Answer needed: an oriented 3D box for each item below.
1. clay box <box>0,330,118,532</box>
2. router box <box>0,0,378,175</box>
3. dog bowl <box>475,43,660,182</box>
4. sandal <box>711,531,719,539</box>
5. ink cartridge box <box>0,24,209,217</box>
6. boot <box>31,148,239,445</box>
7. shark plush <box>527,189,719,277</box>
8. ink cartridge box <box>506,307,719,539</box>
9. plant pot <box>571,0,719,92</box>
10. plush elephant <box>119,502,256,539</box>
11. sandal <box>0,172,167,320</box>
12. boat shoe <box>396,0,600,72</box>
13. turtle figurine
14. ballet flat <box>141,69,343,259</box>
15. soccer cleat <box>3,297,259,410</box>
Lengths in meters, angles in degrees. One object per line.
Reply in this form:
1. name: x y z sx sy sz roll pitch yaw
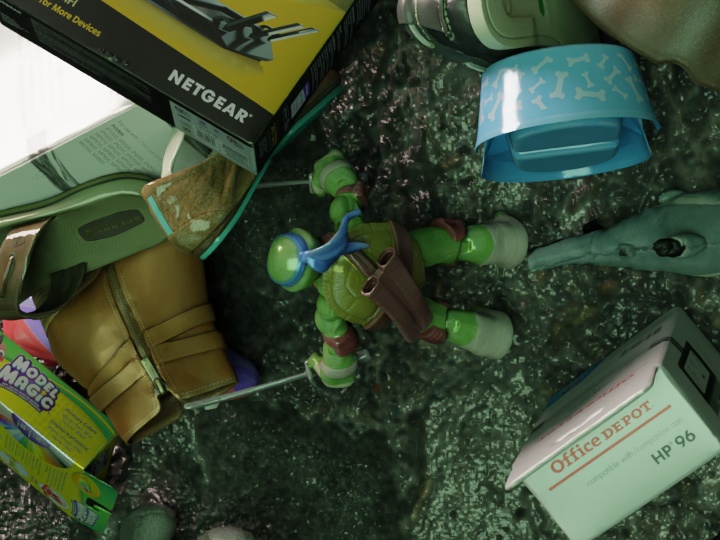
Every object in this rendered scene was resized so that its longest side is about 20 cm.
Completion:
1. clay box: -0.249 0.103 1.302 0.200 0.048 0.115 37 153 4
2. router box: -0.105 -0.177 1.116 0.200 0.052 0.157 30 73 10
3. dog bowl: 0.126 -0.097 1.118 0.111 0.200 0.050 -7 82 6
4. sandal: 0.296 0.168 1.209 0.076 0.043 0.200 37 99 -2
5. ink cartridge box: -0.210 -0.106 1.222 0.200 0.083 0.147 -24 51 19
6. boot: -0.123 0.013 1.236 0.200 0.074 0.155 -36 72 7
7. shark plush: 0.210 -0.029 1.162 0.200 0.083 0.091 6 103 14
8. ink cartridge box: 0.169 0.102 1.132 0.116 0.200 0.068 -39 90 19
9. plant pot: 0.231 -0.225 1.069 0.200 0.200 0.198 32 116 7
10. plush elephant: -0.097 0.283 1.287 0.165 0.155 0.200 -9 61 54
11. sandal: -0.214 -0.004 1.182 0.201 0.057 0.080 -24 137 16
12. boat shoe: 0.095 -0.155 1.115 0.068 0.200 0.072 -9 84 31
13. turtle figurine: 0.000 0.000 1.194 0.200 0.194 0.144 -41 50 48
14. ballet flat: -0.080 -0.089 1.157 0.072 0.200 0.068 42 140 -8
15. soccer cleat: -0.167 0.046 1.291 0.200 0.067 0.077 13 108 16
